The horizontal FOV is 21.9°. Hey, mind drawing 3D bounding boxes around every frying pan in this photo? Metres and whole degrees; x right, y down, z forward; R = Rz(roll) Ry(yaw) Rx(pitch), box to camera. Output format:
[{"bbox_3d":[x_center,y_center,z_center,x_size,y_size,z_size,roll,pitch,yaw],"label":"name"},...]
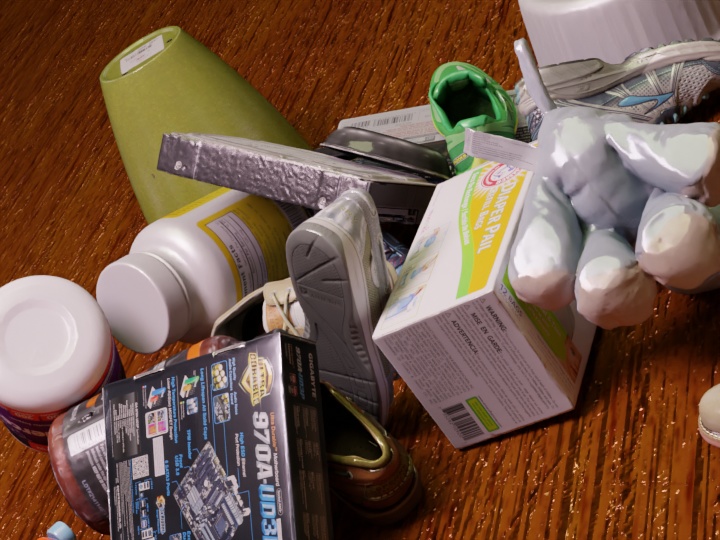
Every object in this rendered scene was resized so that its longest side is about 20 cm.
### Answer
[{"bbox_3d":[0.021,-0.097,1.571,0.190,0.115,0.031,-134,60,-85],"label":"frying pan"}]

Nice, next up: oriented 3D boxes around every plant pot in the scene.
[{"bbox_3d":[-0.164,-0.132,1.822,0.187,0.200,0.187,-28,24,14],"label":"plant pot"}]

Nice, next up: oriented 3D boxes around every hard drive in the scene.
[{"bbox_3d":[-0.045,-0.075,1.500,0.200,0.038,0.140,16,8,30],"label":"hard drive"}]

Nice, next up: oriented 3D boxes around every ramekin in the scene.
[{"bbox_3d":[0.236,-0.235,1.625,0.200,0.098,0.201,-21,27,11],"label":"ramekin"}]

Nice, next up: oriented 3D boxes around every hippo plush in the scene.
[{"bbox_3d":[0.178,-0.029,1.261,0.200,0.161,0.159,27,87,33],"label":"hippo plush"}]

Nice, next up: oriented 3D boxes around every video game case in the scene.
[{"bbox_3d":[0.067,-0.099,1.631,0.200,0.023,0.182,-9,30,13],"label":"video game case"}]

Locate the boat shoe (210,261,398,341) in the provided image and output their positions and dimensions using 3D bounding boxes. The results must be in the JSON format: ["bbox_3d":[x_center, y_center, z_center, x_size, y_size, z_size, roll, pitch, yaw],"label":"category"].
[{"bbox_3d":[-0.045,0.041,1.464,0.068,0.075,0.200,-4,-14,-36],"label":"boat shoe"}]

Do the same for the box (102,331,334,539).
[{"bbox_3d":[-0.096,0.156,1.240,0.159,0.046,0.200,-18,68,31],"label":"box"}]

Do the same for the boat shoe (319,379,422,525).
[{"bbox_3d":[-0.040,0.100,1.294,0.200,0.068,0.072,25,65,33],"label":"boat shoe"}]

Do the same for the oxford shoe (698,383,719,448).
[{"bbox_3d":[0.279,0.055,1.071,0.200,0.074,0.071,-17,29,33],"label":"oxford shoe"}]

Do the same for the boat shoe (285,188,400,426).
[{"bbox_3d":[-0.004,0.035,1.324,0.074,0.202,0.065,19,48,33],"label":"boat shoe"}]

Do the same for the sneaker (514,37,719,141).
[{"bbox_3d":[0.230,-0.132,1.507,0.200,0.086,0.078,-11,-6,2],"label":"sneaker"}]

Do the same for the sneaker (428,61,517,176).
[{"bbox_3d":[0.097,-0.140,1.577,0.074,0.084,0.200,-16,28,1],"label":"sneaker"}]

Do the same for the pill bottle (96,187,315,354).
[{"bbox_3d":[-0.127,-0.004,1.580,0.111,0.111,0.200,-10,14,42],"label":"pill bottle"}]

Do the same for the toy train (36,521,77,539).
[{"bbox_3d":[-0.256,0.272,1.357,0.150,0.056,0.200,-3,35,51],"label":"toy train"}]

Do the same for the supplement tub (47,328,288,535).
[{"bbox_3d":[-0.132,0.118,1.426,0.200,0.107,0.107,-27,25,13],"label":"supplement tub"}]

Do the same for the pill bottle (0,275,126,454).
[{"bbox_3d":[-0.254,0.086,1.538,0.112,0.112,0.200,-39,-16,-14],"label":"pill bottle"}]

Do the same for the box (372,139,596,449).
[{"bbox_3d":[0.101,0.012,1.323,0.101,0.113,0.200,-23,24,31],"label":"box"}]

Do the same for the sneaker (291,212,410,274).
[{"bbox_3d":[0.000,0.000,1.496,0.079,0.096,0.200,-42,25,-18],"label":"sneaker"}]
